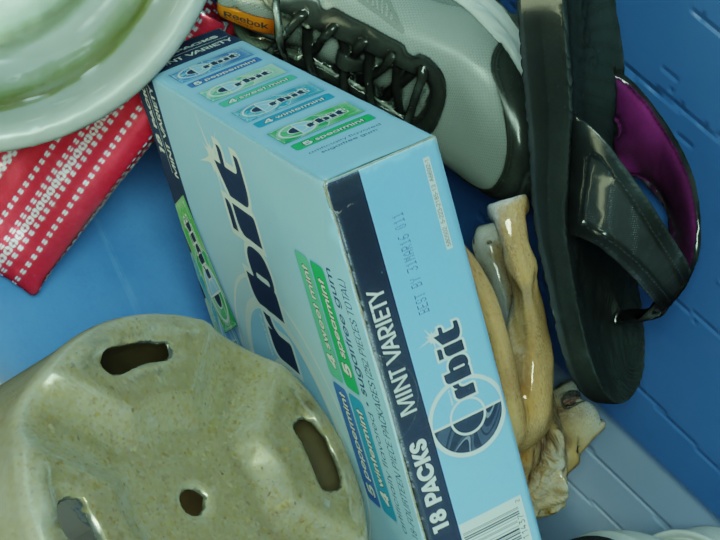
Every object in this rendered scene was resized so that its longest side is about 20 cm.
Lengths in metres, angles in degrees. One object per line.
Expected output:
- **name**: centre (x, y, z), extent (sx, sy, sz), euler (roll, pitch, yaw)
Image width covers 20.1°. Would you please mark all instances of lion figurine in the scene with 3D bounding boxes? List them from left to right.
- **lion figurine**: centre (0.049, 0.041, 0.783), extent (0.200, 0.072, 0.123), euler (12, -114, -80)

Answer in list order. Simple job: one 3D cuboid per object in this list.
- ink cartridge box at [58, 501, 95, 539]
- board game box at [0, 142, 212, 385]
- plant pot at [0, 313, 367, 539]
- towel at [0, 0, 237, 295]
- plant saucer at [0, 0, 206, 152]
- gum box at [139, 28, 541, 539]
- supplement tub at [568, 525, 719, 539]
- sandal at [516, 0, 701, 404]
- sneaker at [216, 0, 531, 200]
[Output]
- **ink cartridge box**: centre (-0.188, 0.110, 1.121), extent (0.145, 0.200, 0.084), euler (42, 146, 23)
- **board game box**: centre (-0.118, 0.004, 0.887), extent (0.039, 0.199, 0.158), euler (-52, 53, 36)
- **plant pot**: centre (-0.100, 0.114, 0.718), extent (0.201, 0.200, 0.183), euler (55, 134, 4)
- **towel**: centre (-0.168, -0.103, 0.801), extent (0.200, 0.145, 0.022), euler (37, -172, -10)
- **plant saucer**: centre (-0.147, -0.145, 0.756), extent (0.050, 0.199, 0.201), euler (-101, -14, -77)
- **gum box**: centre (-0.012, 0.013, 0.740), extent (0.200, 0.044, 0.171), euler (33, 143, 61)
- **supplement tub**: centre (0.070, 0.181, 0.791), extent (0.140, 0.199, 0.141), euler (27, 122, 55)
- **sandal**: centre (0.092, -0.034, 0.724), extent (0.048, 0.075, 0.201), euler (3, 123, 23)
- **sneaker**: centre (-0.004, -0.094, 0.792), extent (0.200, 0.079, 0.074), euler (45, 146, 17)
